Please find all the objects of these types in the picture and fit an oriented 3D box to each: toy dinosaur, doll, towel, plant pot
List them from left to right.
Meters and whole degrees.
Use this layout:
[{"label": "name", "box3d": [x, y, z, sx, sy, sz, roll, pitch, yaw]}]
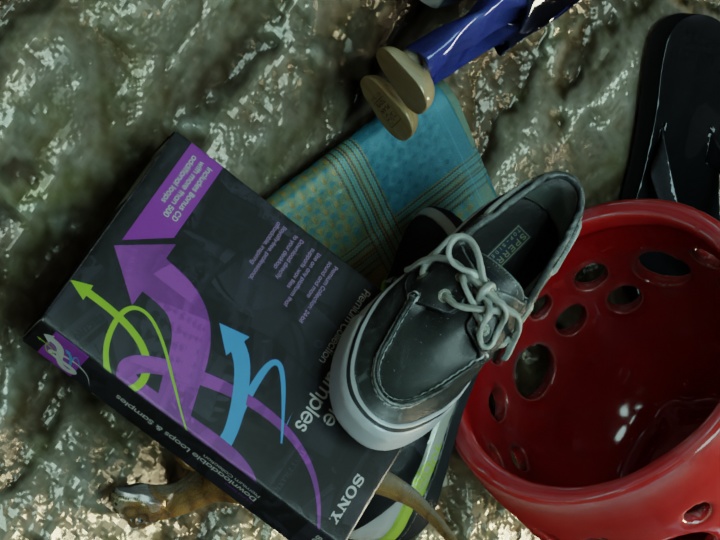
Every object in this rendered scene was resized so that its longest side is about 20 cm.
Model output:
[{"label": "toy dinosaur", "box3d": [-0.036, 0.105, 1.638, 0.199, 0.060, 0.107, -1, 105, 6]}, {"label": "towel", "box3d": [0.000, 0.000, 1.704, 0.200, 0.022, 0.147, -37, 117, -24]}, {"label": "doll", "box3d": [0.089, -0.150, 1.678, 0.200, 0.136, 0.048, -36, 82, -22]}, {"label": "plant pot", "box3d": [0.171, 0.086, 1.729, 0.201, 0.200, 0.183, -58, 141, -13]}]

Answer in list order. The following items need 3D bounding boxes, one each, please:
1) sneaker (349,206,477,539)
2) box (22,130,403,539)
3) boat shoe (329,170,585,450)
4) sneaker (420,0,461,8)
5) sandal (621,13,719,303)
[{"label": "sneaker", "box3d": [0.014, 0.061, 1.669, 0.083, 0.072, 0.201, 9, 93, -33]}, {"label": "box", "box3d": [-0.059, 0.040, 1.588, 0.200, 0.036, 0.143, 38, 58, -8]}, {"label": "boat shoe", "box3d": [0.058, 0.017, 1.597, 0.074, 0.068, 0.199, 48, 53, 1]}, {"label": "sneaker", "box3d": [0.066, -0.256, 1.671, 0.080, 0.115, 0.200, -18, 141, -51]}, {"label": "sandal", "box3d": [0.197, -0.055, 1.820, 0.076, 0.043, 0.201, -6, 101, -35]}]
